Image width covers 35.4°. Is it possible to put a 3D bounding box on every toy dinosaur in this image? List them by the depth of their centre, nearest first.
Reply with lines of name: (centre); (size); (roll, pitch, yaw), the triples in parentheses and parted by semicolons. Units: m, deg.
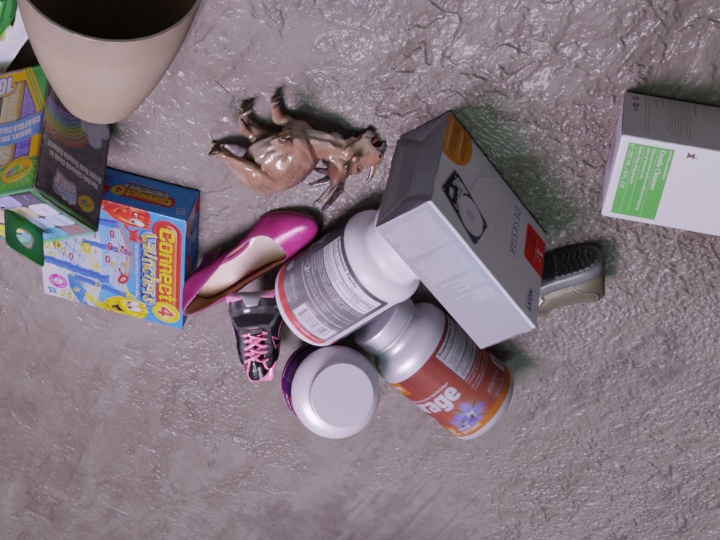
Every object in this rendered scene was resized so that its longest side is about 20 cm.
toy dinosaur: (-0.084, -0.120, 1.267); (0.198, 0.087, 0.136); (-10, 136, 32)

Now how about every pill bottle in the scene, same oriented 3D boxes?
pill bottle: (0.000, 0.000, 1.328); (0.116, 0.117, 0.199); (40, 131, -22)
pill bottle: (0.090, 0.114, 1.413); (0.199, 0.113, 0.112); (39, 131, -21)
pill bottle: (-0.038, 0.149, 1.421); (0.111, 0.114, 0.200); (25, 175, -8)

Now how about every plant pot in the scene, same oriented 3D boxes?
plant pot: (-0.261, -0.245, 1.145); (0.185, 0.189, 0.201); (22, 148, -5)

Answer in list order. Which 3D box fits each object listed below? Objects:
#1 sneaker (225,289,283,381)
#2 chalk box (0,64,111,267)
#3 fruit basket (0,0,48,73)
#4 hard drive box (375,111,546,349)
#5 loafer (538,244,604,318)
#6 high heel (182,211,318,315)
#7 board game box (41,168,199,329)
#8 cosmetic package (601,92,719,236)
sneaker: (-0.128, 0.087, 1.420); (0.078, 0.097, 0.200); (-2, 159, -2)
chalk box: (-0.369, -0.106, 1.256); (0.122, 0.203, 0.124); (-6, 156, 22)
fruit basket: (-0.445, -0.295, 1.217); (0.184, 0.095, 0.199); (37, 148, -18)
hard drive box: (0.114, -0.043, 1.225); (0.076, 0.157, 0.200); (-23, 124, 32)
loafer: (0.199, 0.032, 1.328); (0.198, 0.076, 0.070); (-15, 123, 28)
high heel: (-0.138, -0.006, 1.377); (0.198, 0.097, 0.068); (-16, 127, 29)
board game box: (-0.307, -0.033, 1.430); (0.193, 0.056, 0.202); (14, 135, 4)
cosmetic package: (0.355, -0.103, 1.147); (0.197, 0.085, 0.109); (10, 133, 8)
